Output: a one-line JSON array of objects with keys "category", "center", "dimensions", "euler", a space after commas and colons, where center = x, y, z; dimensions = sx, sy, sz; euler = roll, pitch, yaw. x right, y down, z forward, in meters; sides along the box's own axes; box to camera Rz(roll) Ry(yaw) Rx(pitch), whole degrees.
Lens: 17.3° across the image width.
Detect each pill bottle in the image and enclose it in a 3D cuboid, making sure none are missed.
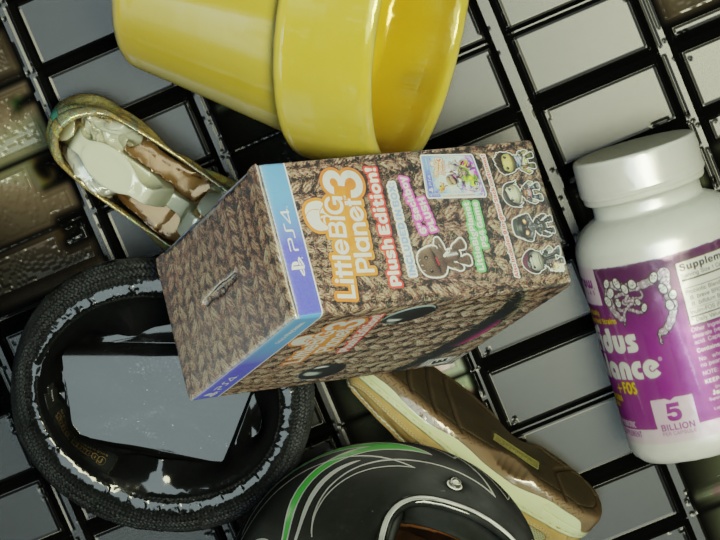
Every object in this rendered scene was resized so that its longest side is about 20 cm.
[{"category": "pill bottle", "center": [0.203, 0.015, 1.537], "dimensions": [0.112, 0.112, 0.201], "euler": [-16, 97, 5]}]

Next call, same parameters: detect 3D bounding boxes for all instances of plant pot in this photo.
[{"category": "plant pot", "center": [-0.046, -0.176, 1.491], "dimensions": [0.188, 0.201, 0.202], "euler": [13, 99, 17]}]

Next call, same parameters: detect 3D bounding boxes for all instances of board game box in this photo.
[{"category": "board game box", "center": [0.000, 0.000, 1.471], "dimensions": [0.199, 0.159, 0.097], "euler": [-7, 73, -30]}]

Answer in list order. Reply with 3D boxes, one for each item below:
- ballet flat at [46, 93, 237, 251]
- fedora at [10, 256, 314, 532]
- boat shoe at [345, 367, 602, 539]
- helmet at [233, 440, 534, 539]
[{"category": "ballet flat", "center": [-0.125, -0.046, 1.569], "dimensions": [0.200, 0.071, 0.071], "euler": [36, 99, -3]}, {"category": "fedora", "center": [-0.130, 0.076, 1.573], "dimensions": [0.199, 0.092, 0.202], "euler": [0, 100, -1]}, {"category": "boat shoe", "center": [0.063, 0.131, 1.588], "dimensions": [0.200, 0.072, 0.076], "euler": [38, 114, -2]}, {"category": "helmet", "center": [0.013, 0.202, 1.507], "dimensions": [0.200, 0.200, 0.191], "euler": [46, 58, -4]}]
